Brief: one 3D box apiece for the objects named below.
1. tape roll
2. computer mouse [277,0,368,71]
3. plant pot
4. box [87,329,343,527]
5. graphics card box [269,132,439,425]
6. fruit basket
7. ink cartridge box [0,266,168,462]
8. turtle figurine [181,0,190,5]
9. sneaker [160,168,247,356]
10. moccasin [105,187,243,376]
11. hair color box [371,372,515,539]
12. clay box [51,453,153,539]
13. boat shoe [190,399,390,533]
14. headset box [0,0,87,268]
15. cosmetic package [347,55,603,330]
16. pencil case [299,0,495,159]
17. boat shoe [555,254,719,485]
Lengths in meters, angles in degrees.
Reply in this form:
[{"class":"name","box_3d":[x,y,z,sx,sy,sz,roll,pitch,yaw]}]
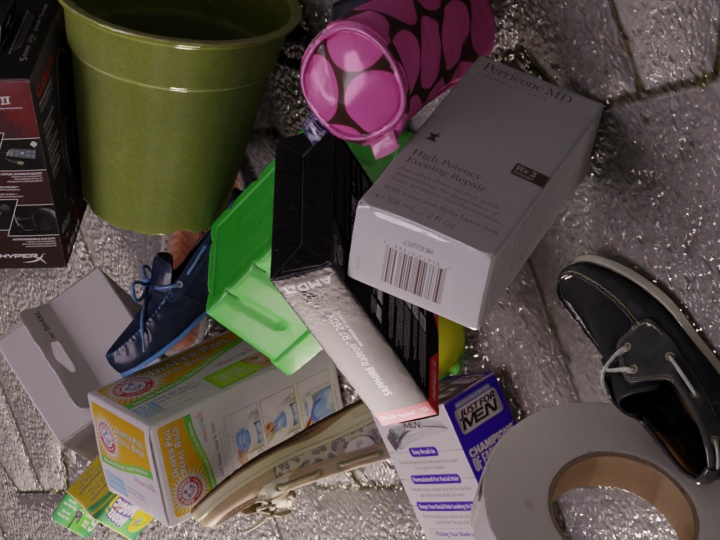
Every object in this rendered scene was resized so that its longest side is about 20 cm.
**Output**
[{"class":"tape roll","box_3d":[0.177,0.177,1.398,0.203,0.202,0.037,46,143,29]},{"class":"computer mouse","box_3d":[-0.026,-0.189,1.617,0.200,0.034,0.059,-10,103,58]},{"class":"plant pot","box_3d":[-0.160,-0.137,1.656,0.200,0.200,0.190,35,125,40]},{"class":"box","box_3d":[-0.127,0.131,1.813,0.112,0.200,0.102,20,126,49]},{"class":"graphics card box","box_3d":[-0.001,0.007,1.431,0.200,0.051,0.126,56,-152,-49]},{"class":"fruit basket","box_3d":[0.000,0.000,1.627,0.216,0.215,0.156,118,157,-52]},{"class":"ink cartridge box","box_3d":[-0.248,0.099,1.960,0.129,0.125,0.200,53,179,20]},{"class":"turtle figurine","box_3d":[-0.210,-0.242,1.800,0.200,0.101,0.150,28,132,37]},{"class":"sneaker","box_3d":[-0.152,-0.023,1.872,0.080,0.071,0.200,-90,18,-63]},{"class":"moccasin","box_3d":[-0.159,0.006,1.804,0.068,0.200,0.080,45,180,-17]},{"class":"hair color box","box_3d":[0.095,0.186,1.643,0.109,0.065,0.200,-10,108,57]},{"class":"clay box","box_3d":[-0.199,0.180,1.923,0.048,0.200,0.115,38,174,20]},{"class":"boat shoe","box_3d":[-0.050,0.174,1.738,0.063,0.200,0.073,61,174,0]},{"class":"headset box","box_3d":[-0.276,-0.124,1.655,0.149,0.077,0.200,-83,-9,-54]},{"class":"cosmetic package","box_3d":[0.080,-0.057,1.371,0.101,0.200,0.074,23,134,14]},{"class":"pencil case","box_3d":[0.031,-0.148,1.412,0.091,0.200,0.094,-33,94,33]},{"class":"boat shoe","box_3d":[0.200,0.067,1.420,0.200,0.067,0.072,50,146,26]}]
